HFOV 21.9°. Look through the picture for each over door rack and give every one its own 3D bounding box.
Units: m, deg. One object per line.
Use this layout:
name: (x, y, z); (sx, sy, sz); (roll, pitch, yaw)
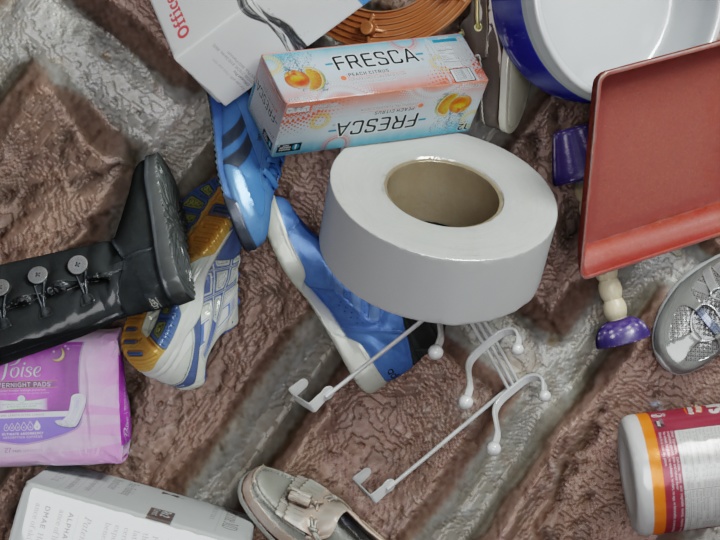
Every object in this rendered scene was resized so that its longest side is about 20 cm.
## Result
over door rack: (0.060, 0.115, 1.646); (0.200, 0.067, 0.148); (-31, 127, 0)

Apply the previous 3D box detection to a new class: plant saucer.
plant saucer: (0.268, -0.108, 1.620); (0.200, 0.037, 0.200); (-18, 126, -27)

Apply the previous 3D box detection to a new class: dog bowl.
dog bowl: (0.216, -0.245, 1.624); (0.200, 0.079, 0.201); (-3, 96, -26)

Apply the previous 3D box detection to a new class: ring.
ring: (0.020, -0.297, 1.658); (0.200, 0.019, 0.201); (-1, 87, 19)

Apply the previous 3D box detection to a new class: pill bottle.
pill bottle: (0.336, 0.171, 1.660); (0.199, 0.110, 0.110); (-7, 92, 0)

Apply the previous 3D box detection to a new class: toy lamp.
toy lamp: (0.215, -0.032, 1.680); (0.058, 0.058, 0.201); (-16, 92, 0)

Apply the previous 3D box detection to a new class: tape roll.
tape roll: (0.065, -0.041, 1.607); (0.202, 0.203, 0.071); (10, 127, -1)

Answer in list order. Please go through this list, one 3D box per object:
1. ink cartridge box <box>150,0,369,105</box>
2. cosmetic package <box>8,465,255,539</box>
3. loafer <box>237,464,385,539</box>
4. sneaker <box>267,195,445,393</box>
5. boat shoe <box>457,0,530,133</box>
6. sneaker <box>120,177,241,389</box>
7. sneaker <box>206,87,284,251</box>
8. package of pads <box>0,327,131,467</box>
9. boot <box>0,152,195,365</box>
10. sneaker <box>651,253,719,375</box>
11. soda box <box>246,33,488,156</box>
ink cartridge box: (-0.081, -0.261, 1.607); (0.200, 0.084, 0.145); (-35, 49, 12)
cosmetic package: (-0.208, 0.279, 1.634); (0.199, 0.165, 0.166); (15, 91, -2)
loafer: (-0.018, 0.237, 1.673); (0.200, 0.072, 0.063); (40, 134, -7)
sneaker: (0.000, 0.000, 1.668); (0.111, 0.077, 0.200); (-32, 94, 5)
boat shoe: (0.120, -0.225, 1.669); (0.059, 0.072, 0.201); (5, 98, 20)
sneaker: (-0.143, 0.011, 1.681); (0.088, 0.075, 0.200); (39, 71, -44)
sneaker: (-0.089, -0.113, 1.638); (0.078, 0.066, 0.201); (-9, 62, 2)
package of pads: (-0.308, 0.115, 1.672); (0.199, 0.076, 0.121); (-2, 92, 0)
boot: (-0.254, -0.010, 1.638); (0.199, 0.066, 0.165); (-19, 48, 9)
sneaker: (0.339, 0.013, 1.668); (0.075, 0.082, 0.200); (44, 91, -1)
soda box: (0.007, -0.154, 1.620); (0.199, 0.068, 0.064); (-9, 53, -25)
